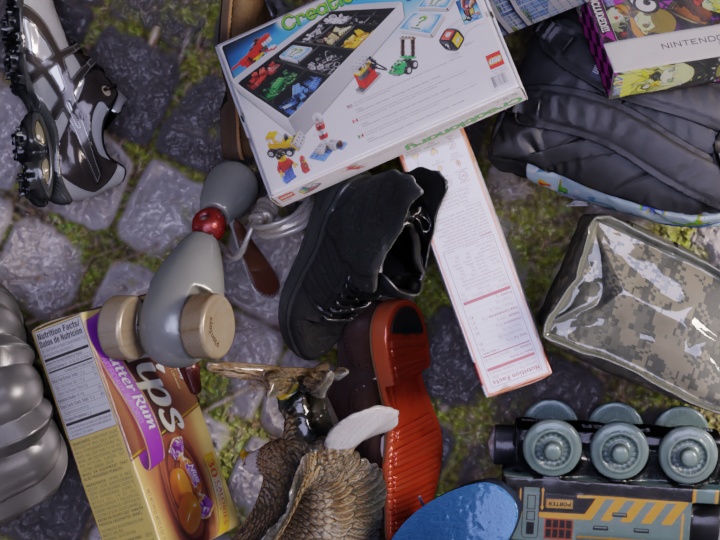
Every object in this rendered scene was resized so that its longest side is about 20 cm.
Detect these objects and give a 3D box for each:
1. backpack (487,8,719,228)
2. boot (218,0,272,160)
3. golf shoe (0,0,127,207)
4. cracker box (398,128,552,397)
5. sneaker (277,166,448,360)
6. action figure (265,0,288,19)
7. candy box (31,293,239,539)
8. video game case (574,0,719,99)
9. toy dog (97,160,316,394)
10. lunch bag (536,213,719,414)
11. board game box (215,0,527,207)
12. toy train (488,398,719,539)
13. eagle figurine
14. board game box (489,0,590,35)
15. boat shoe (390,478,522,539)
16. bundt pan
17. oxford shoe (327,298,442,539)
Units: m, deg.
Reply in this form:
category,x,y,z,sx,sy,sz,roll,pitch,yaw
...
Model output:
category,x,y,z,sx,sy,sz,roll,pitch,yaw
backpack,0.224,-0.112,1.572,0.199,0.154,0.164,20,85,26
boot,-0.071,-0.167,1.574,0.075,0.201,0.074,5,46,7
golf shoe,-0.236,-0.153,1.634,0.094,0.078,0.201,-7,92,-14
cracker box,0.087,-0.008,1.575,0.057,0.134,0.201,-19,90,2
sneaker,0.002,0.000,1.531,0.104,0.060,0.201,40,125,40
action figure,-0.034,-0.236,1.597,0.119,0.102,0.200,-47,110,-15
candy box,-0.173,0.124,1.597,0.056,0.117,0.201,-18,89,28
video game case,0.244,-0.226,1.548,0.180,0.036,0.201,-9,56,-9
toy dog,-0.117,0.015,1.588,0.131,0.097,0.200,20,55,36
lunch bag,0.243,0.039,1.550,0.199,0.164,0.118,25,94,3
board game box,0.007,-0.144,1.487,0.199,0.035,0.127,-23,75,9
toy train,0.197,0.165,1.600,0.199,0.085,0.115,3,102,2
eagle figurine,-0.054,0.170,1.566,0.151,0.151,0.201,4,90,-4
board game box,0.112,-0.284,1.538,0.199,0.062,0.201,-21,61,25
boat shoe,0.047,0.228,1.592,0.200,0.069,0.084,-41,78,18
bundt pan,-0.278,0.093,1.574,0.075,0.202,0.203,-19,89,-8
oxford shoe,0.016,0.120,1.625,0.072,0.071,0.201,3,99,37
